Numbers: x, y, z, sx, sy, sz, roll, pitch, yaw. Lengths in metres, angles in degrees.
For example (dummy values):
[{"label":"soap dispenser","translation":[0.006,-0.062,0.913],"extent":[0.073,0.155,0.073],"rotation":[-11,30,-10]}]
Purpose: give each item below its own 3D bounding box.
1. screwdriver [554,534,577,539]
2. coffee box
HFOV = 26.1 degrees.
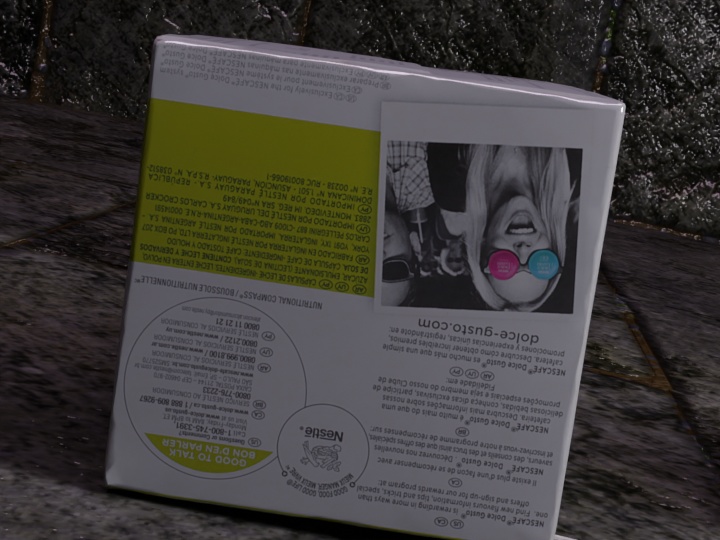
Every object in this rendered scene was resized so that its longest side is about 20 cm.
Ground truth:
[{"label":"screwdriver","translation":[0.133,0.126,0.681],"extent":[0.199,0.029,0.028],"rotation":[16,9,23]},{"label":"coffee box","translation":[0.000,0.000,0.739],"extent":[0.198,0.199,0.200],"rotation":[8,9,0]}]
